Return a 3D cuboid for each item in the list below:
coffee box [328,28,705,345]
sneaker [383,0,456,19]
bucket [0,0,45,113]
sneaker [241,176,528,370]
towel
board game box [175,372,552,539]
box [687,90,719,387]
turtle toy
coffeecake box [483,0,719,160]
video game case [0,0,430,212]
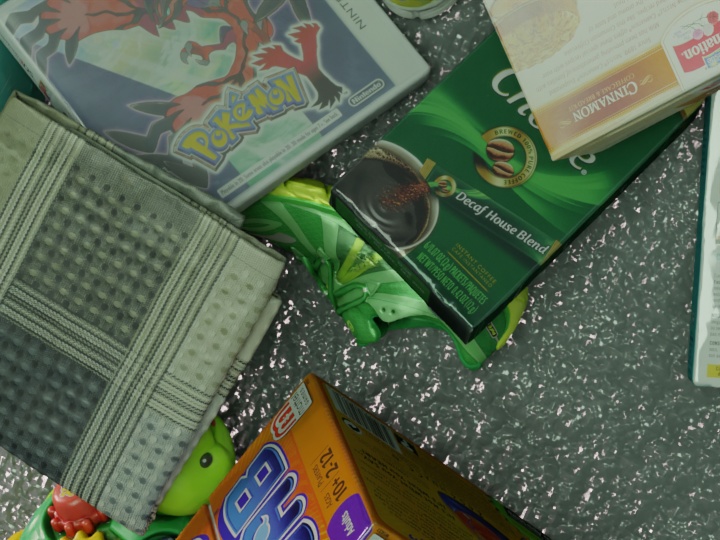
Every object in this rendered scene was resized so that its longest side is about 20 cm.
[{"bbox_3d":[0.091,-0.070,1.423,0.200,0.044,0.123,-43,81,-12],"label":"coffee box"},{"bbox_3d":[0.042,-0.251,1.439,0.077,0.090,0.202,5,92,14],"label":"sneaker"},{"bbox_3d":[-0.295,-0.089,1.463,0.205,0.135,0.209,1,115,1],"label":"bucket"},{"bbox_3d":[0.000,0.000,1.465,0.199,0.074,0.084,24,93,11],"label":"sneaker"},{"bbox_3d":[-0.157,0.023,1.402,0.192,0.035,0.201,32,110,5],"label":"towel"},{"bbox_3d":[0.003,0.222,1.371,0.199,0.200,0.200,36,100,-21],"label":"board game box"},{"bbox_3d":[0.237,-0.032,1.416,0.081,0.049,0.202,4,93,3],"label":"box"},{"bbox_3d":[-0.142,0.167,1.488,0.145,0.101,0.201,35,99,9],"label":"turtle toy"},{"bbox_3d":[0.141,-0.184,1.342,0.153,0.073,0.201,-26,84,33],"label":"coffeecake box"},{"bbox_3d":[-0.088,-0.133,1.452,0.199,0.023,0.183,-36,80,-20],"label":"video game case"}]
